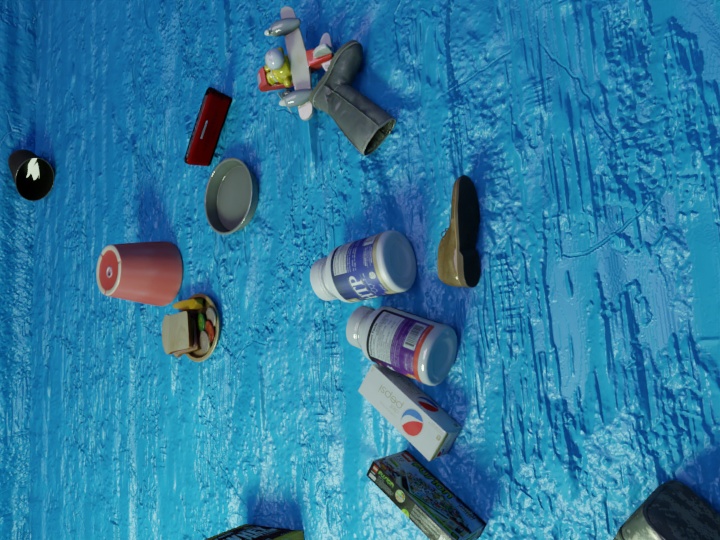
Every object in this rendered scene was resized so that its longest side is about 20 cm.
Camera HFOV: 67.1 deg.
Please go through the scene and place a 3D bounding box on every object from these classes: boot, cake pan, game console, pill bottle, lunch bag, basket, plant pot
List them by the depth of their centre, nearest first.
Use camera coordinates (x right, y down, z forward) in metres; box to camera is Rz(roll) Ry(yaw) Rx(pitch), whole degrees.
[{"bbox_3d":[0.421,0.414,0.707,0.200,0.138,0.169,45,129,33],"label":"lunch bag"},{"bbox_3d":[0.172,-0.071,0.989,0.075,0.073,0.202,0,88,49],"label":"boot"},{"bbox_3d":[0.071,0.131,1.022,0.199,0.111,0.113,16,96,39],"label":"pill bottle"},{"bbox_3d":[0.000,0.000,1.085,0.199,0.119,0.121,-15,77,38],"label":"pill bottle"},{"bbox_3d":[0.000,-0.367,1.148,0.200,0.072,0.183,44,108,32],"label":"boot"},{"bbox_3d":[-0.337,-0.192,1.426,0.199,0.037,0.203,-4,84,39],"label":"cake pan"},{"bbox_3d":[-0.443,-0.401,1.484,0.118,0.172,0.202,25,104,10],"label":"game console"},{"bbox_3d":[-0.645,0.005,1.570,0.199,0.176,0.203,-3,85,39],"label":"plant pot"},{"bbox_3d":[-1.344,-0.406,2.202,0.200,0.135,0.182,38,115,38],"label":"basket"}]

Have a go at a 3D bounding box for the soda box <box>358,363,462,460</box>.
[{"bbox_3d":[0.090,0.261,1.026,0.200,0.063,0.069,38,109,34],"label":"soda box"}]

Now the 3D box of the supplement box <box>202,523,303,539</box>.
[{"bbox_3d":[-0.233,0.692,1.207,0.199,0.132,0.200,-15,77,37],"label":"supplement box"}]

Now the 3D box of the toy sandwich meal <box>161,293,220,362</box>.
[{"bbox_3d":[-0.462,0.155,1.476,0.204,0.070,0.208,-4,84,39],"label":"toy sandwich meal"}]

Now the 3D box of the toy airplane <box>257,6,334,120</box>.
[{"bbox_3d":[-0.151,-0.469,1.231,0.200,0.141,0.200,40,115,27],"label":"toy airplane"}]

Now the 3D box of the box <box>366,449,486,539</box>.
[{"bbox_3d":[0.115,0.406,0.965,0.199,0.110,0.035,35,107,35],"label":"box"}]
